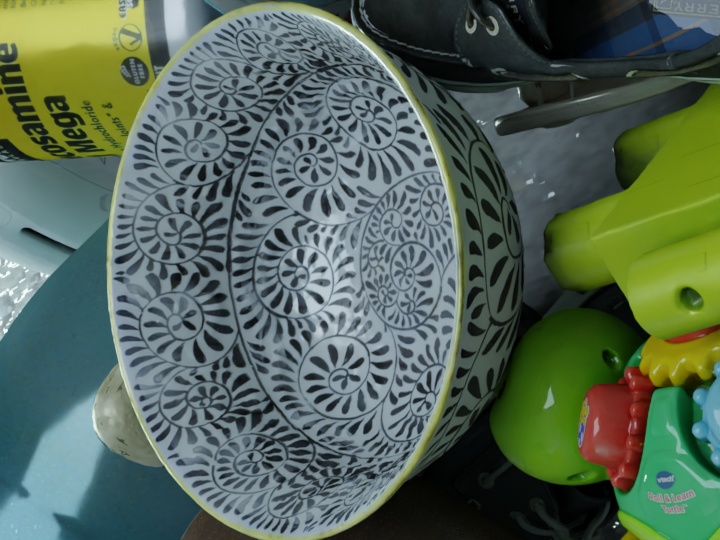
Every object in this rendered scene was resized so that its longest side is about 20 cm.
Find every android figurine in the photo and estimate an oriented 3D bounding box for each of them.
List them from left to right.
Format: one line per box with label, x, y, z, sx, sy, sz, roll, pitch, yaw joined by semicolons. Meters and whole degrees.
android figurine;0.160;-0.045;0.907;0.200;0.182;0.041;-19;111;41

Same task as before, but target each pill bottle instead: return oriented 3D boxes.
pill bottle;-0.132;-0.105;1.167;0.200;0.112;0.113;-2;87;26

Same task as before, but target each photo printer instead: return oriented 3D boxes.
photo printer;-0.177;-0.081;1.330;0.069;0.166;0.200;-40;58;20

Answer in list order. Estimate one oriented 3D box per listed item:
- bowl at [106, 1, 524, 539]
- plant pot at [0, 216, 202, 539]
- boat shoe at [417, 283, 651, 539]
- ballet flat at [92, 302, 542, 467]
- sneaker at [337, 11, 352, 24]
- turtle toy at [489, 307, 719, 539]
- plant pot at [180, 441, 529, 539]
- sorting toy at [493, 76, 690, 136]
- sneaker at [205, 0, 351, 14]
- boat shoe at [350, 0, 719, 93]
bowl;0.000;0.000;1.002;0.201;0.094;0.201;2;92;48
plant pot;-0.073;0.055;1.183;0.200;0.200;0.188;36;102;46
boat shoe;0.076;0.082;1.079;0.200;0.073;0.062;-55;45;28
ballet flat;-0.014;0.039;1.080;0.057;0.200;0.067;-174;73;-69
sneaker;-0.029;-0.148;1.214;0.081;0.075;0.200;41;119;44
turtle toy;0.129;0.053;0.938;0.200;0.146;0.101;-13;113;50
plant pot;0.020;0.165;1.026;0.200;0.187;0.187;46;124;28
sorting toy;0.140;-0.159;0.993;0.180;0.107;0.200;-8;83;44
sneaker;0.013;-0.166;1.074;0.131;0.200;0.080;-41;75;33
boat shoe;0.071;-0.100;0.949;0.200;0.057;0.069;4;90;37
